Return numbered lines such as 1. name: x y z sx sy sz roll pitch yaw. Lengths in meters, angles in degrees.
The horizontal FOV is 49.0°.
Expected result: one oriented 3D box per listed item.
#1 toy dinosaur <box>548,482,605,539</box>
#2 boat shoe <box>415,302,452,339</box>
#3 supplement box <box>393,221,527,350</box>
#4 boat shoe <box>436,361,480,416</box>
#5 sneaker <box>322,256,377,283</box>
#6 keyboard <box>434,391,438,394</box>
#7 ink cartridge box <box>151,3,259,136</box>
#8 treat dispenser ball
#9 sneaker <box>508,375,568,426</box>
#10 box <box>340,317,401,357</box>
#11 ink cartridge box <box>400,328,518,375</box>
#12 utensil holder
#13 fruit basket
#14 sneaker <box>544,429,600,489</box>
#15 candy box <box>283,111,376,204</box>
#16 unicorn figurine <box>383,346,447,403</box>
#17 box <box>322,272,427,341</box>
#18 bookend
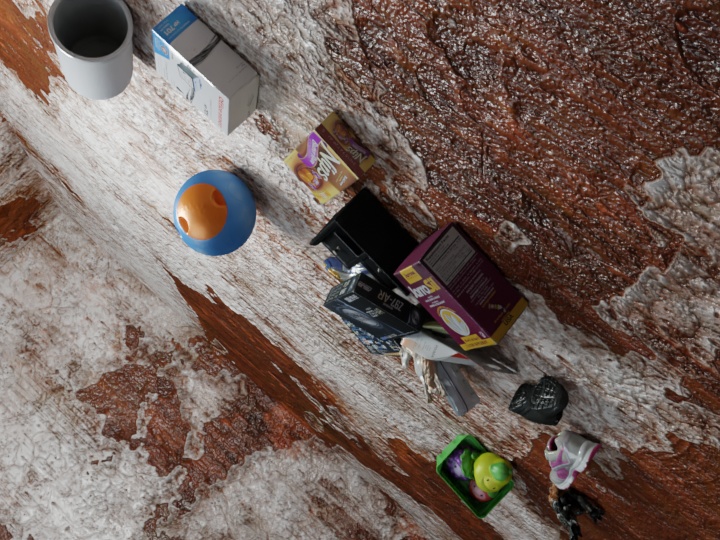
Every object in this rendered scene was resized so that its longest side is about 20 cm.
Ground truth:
1. toy dinosaur: 0.479 0.550 1.843 0.199 0.103 0.136 33 -172 -43
2. boat shoe: 0.168 0.106 1.587 0.066 0.072 0.199 50 159 -22
3. supplement box: 0.175 0.032 1.395 0.200 0.103 0.131 46 160 -5
4. boat shoe: 0.197 0.225 1.771 0.203 0.066 0.074 61 169 15
5. sneaker: 0.000 0.000 1.686 0.198 0.089 0.075 27 172 46
6. keyboard: 0.134 0.184 1.788 0.056 0.010 0.204 -130 19 -74
7. ink cartridge box: -0.294 -0.378 1.504 0.200 0.086 0.147 43 159 5
8. treat dispenser ball: -0.347 -0.137 1.887 0.199 0.201 0.202 36 158 17
9. sneaker: 0.366 0.262 1.545 0.090 0.077 0.200 34 166 -3
10. box: 0.036 0.138 1.923 0.160 0.046 0.199 50 158 -16
11. ink cartridge box: 0.200 0.179 1.601 0.198 0.051 0.161 31 -172 36
12. utensil holder: -0.572 -0.481 1.699 0.170 0.170 0.200 43 160 -1
13. fruit basket: 0.311 0.535 2.058 0.216 0.155 0.216 47 176 4
14. sneaker: 0.427 0.383 1.644 0.088 0.081 0.202 37 150 18
15. candy box: -0.059 -0.202 1.448 0.117 0.057 0.199 47 160 -9
16. unicorn figurine: 0.135 0.215 1.706 0.140 0.073 0.200 67 161 9
17. box: 0.026 0.077 1.583 0.158 0.044 0.200 31 161 -13
18. bookend: 0.017 -0.037 1.566 0.199 0.092 0.200 46 160 -6
